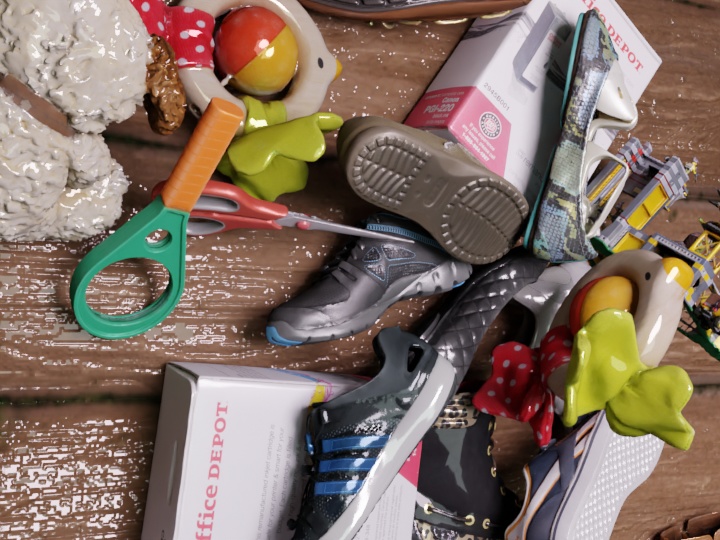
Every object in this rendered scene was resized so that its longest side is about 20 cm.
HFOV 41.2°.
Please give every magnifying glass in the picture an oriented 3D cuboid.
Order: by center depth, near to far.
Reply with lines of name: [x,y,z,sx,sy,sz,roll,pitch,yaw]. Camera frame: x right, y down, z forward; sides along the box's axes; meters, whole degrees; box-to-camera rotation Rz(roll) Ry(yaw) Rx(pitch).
magnifying glass: [-0.137,-0.031,0.661,0.079,0.023,0.201,13,124,-39]

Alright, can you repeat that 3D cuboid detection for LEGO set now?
LEGO set: [0.280,-0.027,0.834,0.116,0.200,0.154,-46,122,-2]

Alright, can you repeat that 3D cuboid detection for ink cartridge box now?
ink cartridge box: [-0.056,0.153,0.740,0.197,0.085,0.150,9,90,-27]
ink cartridge box: [0.150,-0.151,0.829,0.145,0.084,0.201,41,74,-24]

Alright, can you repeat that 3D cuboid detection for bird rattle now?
bird rattle: [-0.099,-0.149,0.710,0.200,0.113,0.164,42,58,-6]
bird rattle: [0.185,0.062,0.740,0.112,0.200,0.165,33,79,-8]

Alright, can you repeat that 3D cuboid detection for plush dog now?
plush dog: [-0.203,-0.108,0.581,0.199,0.161,0.172,35,102,-24]

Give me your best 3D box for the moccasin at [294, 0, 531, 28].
moccasin: [0.039,-0.229,0.759,0.197,0.078,0.075,-6,85,-4]

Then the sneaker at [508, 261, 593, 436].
sneaker: [0.176,0.093,0.876,0.090,0.076,0.204,-12,98,-10]

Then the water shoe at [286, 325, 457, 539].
water shoe: [-0.013,0.132,0.689,0.079,0.072,0.201,37,75,3]

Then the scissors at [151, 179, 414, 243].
scissors: [-0.053,-0.040,0.706,0.196,0.073,0.014,5,63,-4]

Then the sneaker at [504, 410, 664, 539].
sneaker: [0.188,0.166,0.809,0.200,0.079,0.079,-45,115,-35]

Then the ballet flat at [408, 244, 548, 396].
ballet flat: [0.103,0.035,0.799,0.200,0.066,0.057,-40,96,-34]

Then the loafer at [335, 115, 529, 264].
loafer: [0.057,-0.069,0.734,0.076,0.068,0.199,-47,134,15]

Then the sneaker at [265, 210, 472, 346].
sneaker: [0.000,0.000,0.773,0.198,0.073,0.083,-25,101,-35]

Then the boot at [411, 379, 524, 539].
boot: [0.108,0.174,0.839,0.197,0.073,0.154,1,92,-24]

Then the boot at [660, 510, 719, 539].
boot: [0.391,0.324,1.004,0.197,0.077,0.158,-11,95,-19]

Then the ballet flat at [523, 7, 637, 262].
ballet flat: [0.184,-0.103,0.761,0.073,0.074,0.204,11,94,-27]
